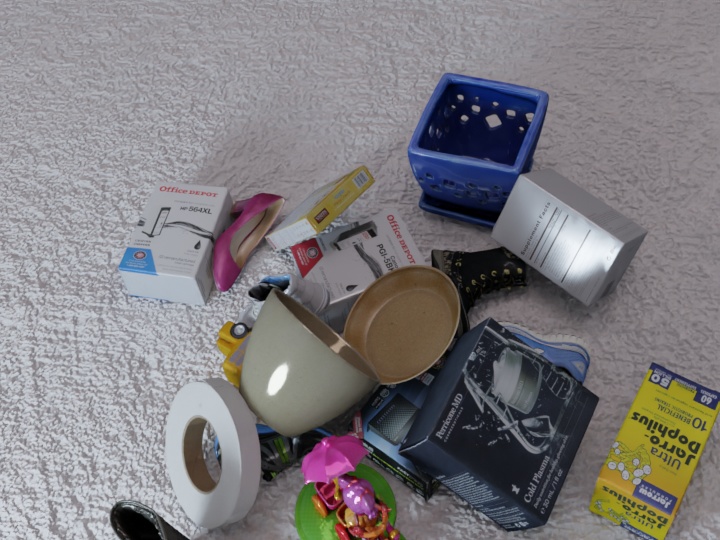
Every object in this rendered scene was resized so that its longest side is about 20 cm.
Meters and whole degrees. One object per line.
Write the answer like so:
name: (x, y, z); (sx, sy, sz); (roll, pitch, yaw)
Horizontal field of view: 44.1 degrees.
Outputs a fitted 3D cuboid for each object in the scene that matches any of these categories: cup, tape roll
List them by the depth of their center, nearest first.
tape roll: (-0.210, 0.255, 1.248); (0.036, 0.205, 0.204); (-1, 41, -42)
cup: (-0.090, 0.145, 1.251); (0.200, 0.200, 0.144); (40, 93, 30)

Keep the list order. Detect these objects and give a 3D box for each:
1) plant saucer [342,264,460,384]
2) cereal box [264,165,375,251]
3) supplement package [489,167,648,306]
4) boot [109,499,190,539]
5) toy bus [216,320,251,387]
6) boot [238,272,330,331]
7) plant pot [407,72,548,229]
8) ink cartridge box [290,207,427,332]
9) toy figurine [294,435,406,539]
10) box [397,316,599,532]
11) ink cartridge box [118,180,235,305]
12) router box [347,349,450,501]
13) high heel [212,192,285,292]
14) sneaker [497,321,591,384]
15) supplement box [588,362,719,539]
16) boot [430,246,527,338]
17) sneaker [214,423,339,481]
plant saucer: (0.066, 0.087, 1.340); (0.196, 0.036, 0.204); (-18, 50, 22)
cereal box: (-0.072, -0.103, 1.507); (0.144, 0.199, 0.040); (-44, 102, -23)
supplement package: (0.331, -0.058, 1.421); (0.199, 0.122, 0.120); (38, 30, 24)
boot: (-0.220, 0.377, 1.145); (0.179, 0.202, 0.073); (21, 58, 21)
toy bus: (-0.144, 0.157, 1.387); (0.197, 0.066, 0.079); (25, 61, 22)
boot: (-0.146, 0.048, 1.395); (0.197, 0.095, 0.075); (-21, 53, 37)
plant pot: (0.203, -0.194, 1.535); (0.196, 0.182, 0.202); (15, 55, 17)
ink cartridge box: (0.000, 0.000, 1.475); (0.196, 0.084, 0.148); (-21, 53, -8)
toy figurine: (-0.014, 0.306, 1.185); (0.149, 0.186, 0.200); (-34, 57, -18)
box: (0.189, 0.212, 1.216); (0.195, 0.124, 0.202); (34, 64, -3)
ink cartridge box: (-0.314, -0.051, 1.550); (0.142, 0.085, 0.203); (6, 55, 10)
router box: (0.095, 0.213, 1.317); (0.148, 0.063, 0.200); (29, 61, 24)
high heel: (-0.191, -0.051, 1.535); (0.094, 0.068, 0.203); (-7, 44, 23)
sneaker: (0.248, 0.138, 1.346); (0.195, 0.079, 0.091); (7, 51, 11)
supplement box: (0.406, 0.251, 1.222); (0.107, 0.111, 0.201); (23, 60, 22)
boot: (0.196, 0.023, 1.420); (0.150, 0.075, 0.205); (-7, 33, -1)
sneaker: (-0.117, 0.267, 1.309); (0.194, 0.071, 0.085); (-3, 72, 2)
